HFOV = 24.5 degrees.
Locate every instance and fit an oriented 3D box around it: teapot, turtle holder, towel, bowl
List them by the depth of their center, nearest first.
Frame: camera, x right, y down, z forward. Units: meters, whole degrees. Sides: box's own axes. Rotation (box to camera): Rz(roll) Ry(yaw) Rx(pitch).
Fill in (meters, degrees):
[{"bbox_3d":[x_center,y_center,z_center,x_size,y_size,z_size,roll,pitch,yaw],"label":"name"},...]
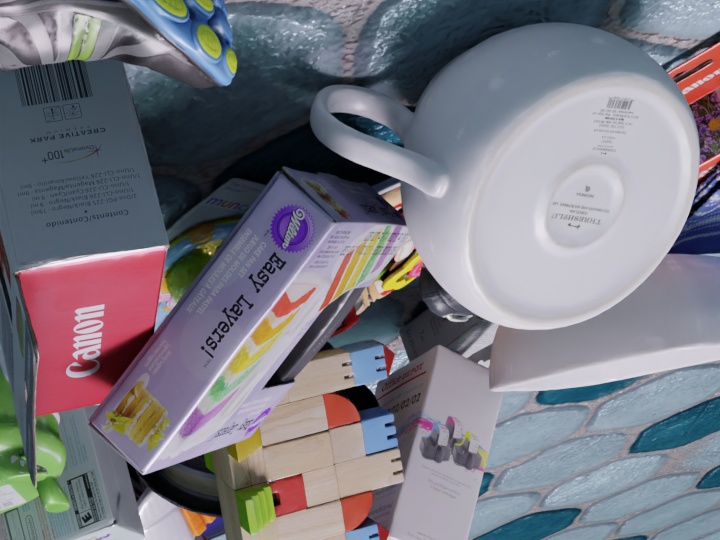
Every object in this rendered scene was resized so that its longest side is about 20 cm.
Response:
[{"bbox_3d":[0.095,-0.071,1.013,0.197,0.146,0.201,-37,131,-5],"label":"teapot"},{"bbox_3d":[-0.284,0.102,1.112,0.140,0.133,0.185,-28,155,25],"label":"turtle holder"},{"bbox_3d":[0.307,-0.063,1.200,0.144,0.024,0.200,-7,155,-28],"label":"towel"},{"bbox_3d":[0.210,0.038,1.245,0.198,0.075,0.199,-15,169,37],"label":"bowl"}]

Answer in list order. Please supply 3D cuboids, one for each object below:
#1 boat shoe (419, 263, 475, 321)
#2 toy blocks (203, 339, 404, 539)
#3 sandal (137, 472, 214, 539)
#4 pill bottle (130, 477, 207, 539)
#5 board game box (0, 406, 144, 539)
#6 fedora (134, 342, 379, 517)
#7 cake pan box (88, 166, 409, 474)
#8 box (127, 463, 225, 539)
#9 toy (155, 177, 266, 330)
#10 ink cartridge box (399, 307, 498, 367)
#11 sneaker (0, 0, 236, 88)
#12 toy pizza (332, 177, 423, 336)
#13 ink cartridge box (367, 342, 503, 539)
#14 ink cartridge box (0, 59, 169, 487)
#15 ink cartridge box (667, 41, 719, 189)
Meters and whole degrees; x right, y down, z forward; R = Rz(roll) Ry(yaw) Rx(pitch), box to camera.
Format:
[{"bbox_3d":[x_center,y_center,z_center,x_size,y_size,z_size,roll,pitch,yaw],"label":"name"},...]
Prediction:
[{"bbox_3d":[0.089,-0.010,1.177,0.060,0.076,0.200,-23,177,18],"label":"boat shoe"},{"bbox_3d":[-0.033,0.134,1.181,0.135,0.202,0.100,-12,-170,-19],"label":"toy blocks"},{"bbox_3d":[-0.126,0.147,1.355,0.207,0.059,0.080,-43,140,-39],"label":"sandal"},{"bbox_3d":[-0.218,0.215,1.343,0.113,0.114,0.200,-30,122,27],"label":"pill bottle"},{"bbox_3d":[-0.275,0.159,1.227,0.198,0.149,0.064,-22,159,9],"label":"board game box"},{"bbox_3d":[-0.082,0.099,1.270,0.199,0.201,0.092,-13,127,-13],"label":"fedora"},{"bbox_3d":[-0.058,0.028,0.994,0.185,0.052,0.200,-50,169,9],"label":"cake pan box"},{"bbox_3d":[-0.155,0.191,1.483,0.198,0.080,0.141,-23,159,11],"label":"box"},{"bbox_3d":[-0.107,0.012,1.152,0.199,0.048,0.115,-34,154,33],"label":"toy"},{"bbox_3d":[0.161,0.032,1.403,0.199,0.045,0.176,3,150,-42],"label":"ink cartridge box"},{"bbox_3d":[-0.139,-0.132,0.788,0.082,0.071,0.199,-29,150,37],"label":"sneaker"},{"bbox_3d":[0.000,0.000,1.165,0.199,0.032,0.200,-30,162,-11],"label":"toy pizza"},{"bbox_3d":[0.049,0.137,1.298,0.067,0.202,0.115,25,152,-16],"label":"ink cartridge box"},{"bbox_3d":[-0.161,0.002,0.922,0.083,0.177,0.200,-10,156,-15],"label":"ink cartridge box"},{"bbox_3d":[0.270,-0.099,1.184,0.108,0.051,0.199,-30,156,25],"label":"ink cartridge box"}]
